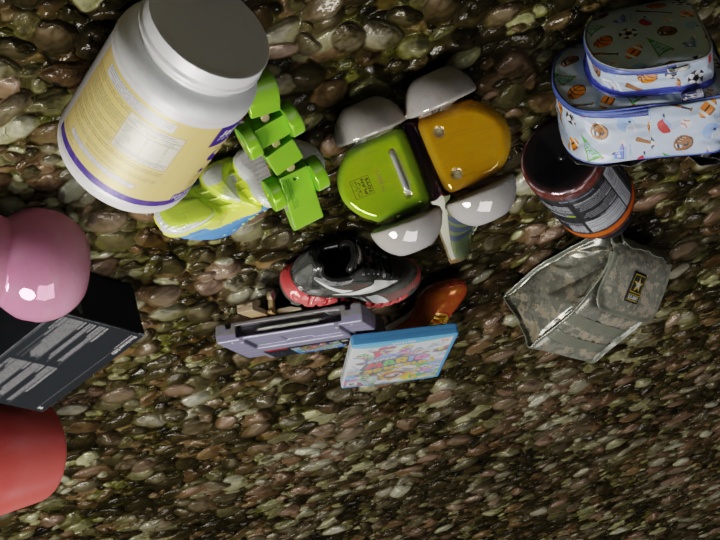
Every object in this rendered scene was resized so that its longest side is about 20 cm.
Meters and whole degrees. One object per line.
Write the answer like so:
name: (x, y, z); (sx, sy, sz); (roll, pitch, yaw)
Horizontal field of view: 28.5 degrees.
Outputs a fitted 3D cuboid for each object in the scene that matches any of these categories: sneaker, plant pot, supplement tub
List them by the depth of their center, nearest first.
supplement tub: (-0.186, -0.165, 1.337); (0.145, 0.146, 0.200); (4, 144, -36)
sneaker: (-0.136, -0.089, 1.600); (0.199, 0.076, 0.105); (-18, 170, -3)
sneaker: (0.136, -0.077, 1.766); (0.089, 0.067, 0.200); (-16, 149, 5)
supplement tub: (0.279, -0.106, 1.767); (0.107, 0.107, 0.200); (-27, 151, 15)
sneaker: (0.000, 0.000, 1.815); (0.200, 0.071, 0.098); (0, 149, -29)
plant pot: (-0.491, 0.237, 1.823); (0.200, 0.201, 0.177); (-38, 155, 32)
sneaker: (0.096, 0.080, 2.009); (0.073, 0.077, 0.200); (3, 143, -32)

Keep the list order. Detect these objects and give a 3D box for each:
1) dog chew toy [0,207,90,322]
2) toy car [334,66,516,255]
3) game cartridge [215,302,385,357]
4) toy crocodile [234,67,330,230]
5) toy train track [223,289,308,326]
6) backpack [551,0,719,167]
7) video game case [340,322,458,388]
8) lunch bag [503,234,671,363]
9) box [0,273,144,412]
dog chew toy: (-0.394, -0.010, 1.515); (0.199, 0.125, 0.125); (4, 145, -24)
toy car: (0.071, -0.125, 1.585); (0.199, 0.176, 0.150); (-22, -172, 5)
game cartridge: (-0.076, 0.083, 1.870); (0.199, 0.039, 0.130); (-10, 161, 14)
toy crocodile: (-0.085, -0.124, 1.496); (0.067, 0.062, 0.200); (-30, 132, -8)
toy train track: (-0.108, 0.056, 1.884); (0.114, 0.033, 0.200); (-12, 164, 21)
backpack: (0.304, -0.198, 1.547); (0.190, 0.200, 0.154); (-16, 121, 9)
video game case: (0.050, 0.118, 1.937); (0.142, 0.018, 0.200); (-6, 160, -8)
lunch bag: (0.339, 0.031, 2.034); (0.164, 0.118, 0.200); (15, 131, -46)
box: (-0.384, 0.084, 1.722); (0.200, 0.079, 0.141); (-35, 145, 26)
